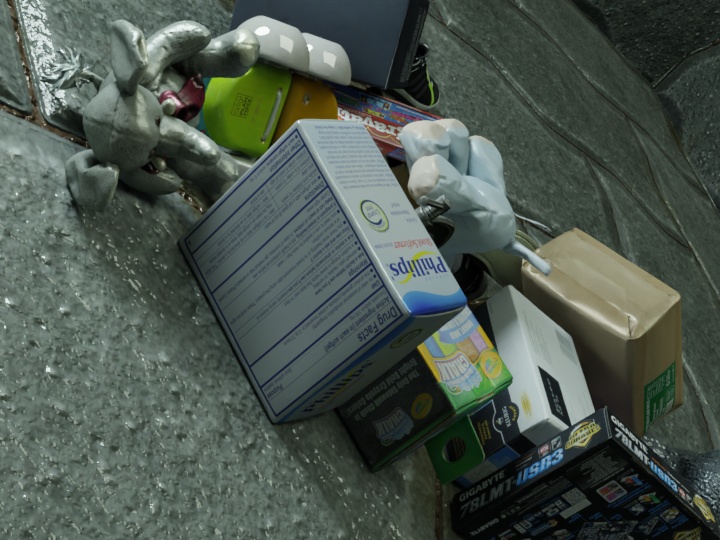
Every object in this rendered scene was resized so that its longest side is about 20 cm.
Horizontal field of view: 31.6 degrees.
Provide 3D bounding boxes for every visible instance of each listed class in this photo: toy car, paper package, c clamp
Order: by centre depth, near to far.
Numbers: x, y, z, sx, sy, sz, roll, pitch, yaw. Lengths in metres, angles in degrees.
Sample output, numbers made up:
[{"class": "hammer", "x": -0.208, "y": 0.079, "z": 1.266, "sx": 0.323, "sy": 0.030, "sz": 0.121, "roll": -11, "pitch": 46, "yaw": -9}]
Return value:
[{"class": "c clamp", "x": 0.014, "y": -0.013, "z": 1.234, "sx": 0.027, "sy": 0.199, "sz": 0.170, "roll": 59, "pitch": 20, "yaw": 14}, {"class": "toy car", "x": -0.114, "y": -0.171, "z": 1.305, "sx": 0.149, "sy": 0.177, "sz": 0.199, "roll": 25, "pitch": 10, "yaw": 28}, {"class": "paper package", "x": 0.298, "y": 0.082, "z": 1.561, "sx": 0.190, "sy": 0.103, "sz": 0.202, "roll": 38, "pitch": -29, "yaw": 41}]

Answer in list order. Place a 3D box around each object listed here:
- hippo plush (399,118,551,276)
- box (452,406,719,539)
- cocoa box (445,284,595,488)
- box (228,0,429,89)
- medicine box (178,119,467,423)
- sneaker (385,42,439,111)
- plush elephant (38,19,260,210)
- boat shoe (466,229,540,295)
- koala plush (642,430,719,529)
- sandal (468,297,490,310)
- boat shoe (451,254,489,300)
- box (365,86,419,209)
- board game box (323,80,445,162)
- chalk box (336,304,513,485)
[{"class": "hippo plush", "x": 0.084, "y": -0.056, "z": 1.390, "sx": 0.199, "sy": 0.161, "sz": 0.160, "roll": 36, "pitch": 33, "yaw": -19}, {"class": "box", "x": 0.228, "y": 0.252, "z": 1.288, "sx": 0.198, "sy": 0.199, "sz": 0.050, "roll": 40, "pitch": 28, "yaw": -27}, {"class": "cocoa box", "x": 0.170, "y": 0.148, "z": 1.405, "sx": 0.133, "sy": 0.131, "sz": 0.202, "roll": 37, "pitch": 28, "yaw": -35}, {"class": "box", "x": -0.033, "y": -0.294, "z": 1.494, "sx": 0.194, "sy": 0.119, "sz": 0.200, "roll": 17, "pitch": 10, "yaw": 6}, {"class": "medicine box", "x": -0.037, "y": 0.000, "z": 1.132, "sx": 0.102, "sy": 0.182, "sz": 0.202, "roll": -9, "pitch": 65, "yaw": -54}, {"class": "sneaker", "x": 0.082, "y": -0.299, "z": 1.913, "sx": 0.199, "sy": 0.082, "sz": 0.072, "roll": 12, "pitch": 46, "yaw": -58}, {"class": "plush elephant", "x": -0.179, "y": -0.129, "z": 1.092, "sx": 0.197, "sy": 0.167, "sz": 0.155, "roll": 12, "pitch": 23, "yaw": -16}, {"class": "boat shoe", "x": 0.163, "y": -0.037, "z": 1.585, "sx": 0.199, "sy": 0.072, "sz": 0.068, "roll": 33, "pitch": 14, "yaw": -24}, {"class": "koala plush", "x": 0.365, "y": 0.261, "z": 1.602, "sx": 0.199, "sy": 0.185, "sz": 0.177, "roll": 37, "pitch": 34, "yaw": 12}, {"class": "sandal", "x": 0.185, "y": 0.072, "z": 1.639, "sx": 0.199, "sy": 0.081, "sz": 0.055, "roll": 28, "pitch": 55, "yaw": -58}, {"class": "boat shoe", "x": 0.118, "y": -0.052, "z": 1.665, "sx": 0.060, "sy": 0.073, "sz": 0.202, "roll": 37, "pitch": 36, "yaw": -43}, {"class": "box", "x": 0.057, "y": -0.104, "z": 1.564, "sx": 0.165, "sy": 0.021, "sz": 0.201, "roll": -104, "pitch": 174, "yaw": -47}, {"class": "board game box", "x": 0.010, "y": -0.173, "z": 1.457, "sx": 0.197, "sy": 0.020, "sz": 0.104, "roll": 18, "pitch": 36, "yaw": -10}, {"class": "chalk box", "x": 0.055, "y": 0.105, "z": 1.232, "sx": 0.123, "sy": 0.124, "sz": 0.201, "roll": -18, "pitch": 73, "yaw": -55}]
